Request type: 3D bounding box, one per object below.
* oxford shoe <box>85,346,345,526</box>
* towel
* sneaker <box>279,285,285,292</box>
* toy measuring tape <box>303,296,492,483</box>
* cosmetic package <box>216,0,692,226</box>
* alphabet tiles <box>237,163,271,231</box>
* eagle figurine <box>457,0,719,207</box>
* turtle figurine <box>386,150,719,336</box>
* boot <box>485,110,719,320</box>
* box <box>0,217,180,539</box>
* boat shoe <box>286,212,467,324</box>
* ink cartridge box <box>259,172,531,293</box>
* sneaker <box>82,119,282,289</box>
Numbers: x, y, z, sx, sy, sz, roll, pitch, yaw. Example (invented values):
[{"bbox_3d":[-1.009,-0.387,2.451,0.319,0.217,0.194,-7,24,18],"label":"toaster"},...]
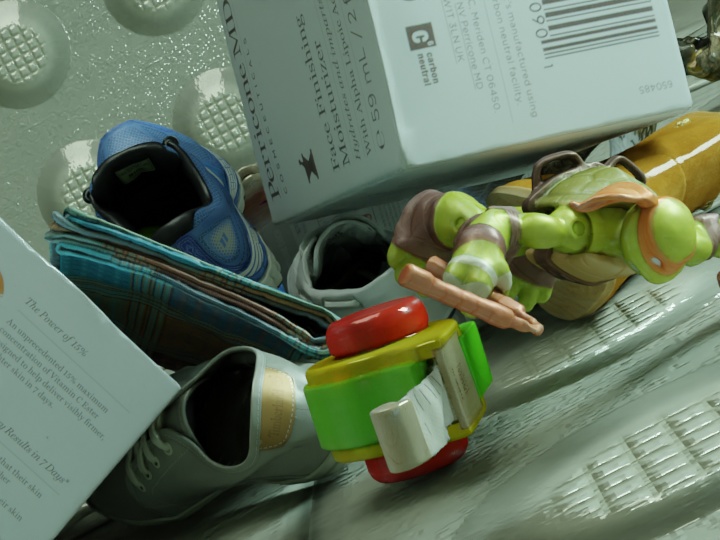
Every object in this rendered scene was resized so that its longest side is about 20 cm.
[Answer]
[{"bbox_3d":[-0.080,0.075,0.892,0.057,0.076,0.199,14,-20,-37],"label":"oxford shoe"},{"bbox_3d":[-0.083,0.028,0.940,0.200,0.146,0.022,120,171,-74],"label":"towel"},{"bbox_3d":[-0.089,0.035,1.260,0.082,0.071,0.199,-27,-6,19],"label":"sneaker"},{"bbox_3d":[0.006,0.052,0.721,0.073,0.074,0.200,-26,2,12],"label":"toy measuring tape"},{"bbox_3d":[0.038,-0.129,0.997,0.164,0.166,0.200,-13,-2,-22],"label":"cosmetic package"},{"bbox_3d":[-0.094,-0.027,1.222,0.195,0.015,0.200,-30,-5,-46],"label":"alphabet tiles"},{"bbox_3d":[0.140,-0.099,1.164,0.199,0.152,0.151,-18,31,32],"label":"eagle figurine"},{"bbox_3d":[0.075,-0.013,0.740,0.199,0.065,0.161,-6,2,-28],"label":"turtle figurine"},{"bbox_3d":[0.132,-0.038,0.938,0.143,0.071,0.201,-29,2,-11],"label":"boot"},{"bbox_3d":[-0.195,0.084,0.841,0.200,0.124,0.097,-50,12,-15],"label":"box"},{"bbox_3d":[0.000,0.000,1.041,0.073,0.066,0.200,-36,20,-13],"label":"boat shoe"},{"bbox_3d":[0.022,-0.059,1.226,0.199,0.050,0.161,-34,-29,-8],"label":"ink cartridge box"},{"bbox_3d":[-0.107,-0.045,1.056,0.078,0.089,0.200,-37,33,-4],"label":"sneaker"}]
